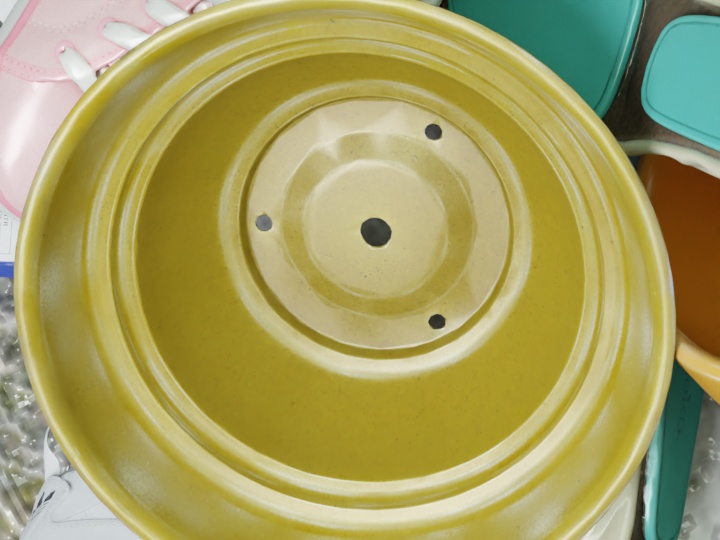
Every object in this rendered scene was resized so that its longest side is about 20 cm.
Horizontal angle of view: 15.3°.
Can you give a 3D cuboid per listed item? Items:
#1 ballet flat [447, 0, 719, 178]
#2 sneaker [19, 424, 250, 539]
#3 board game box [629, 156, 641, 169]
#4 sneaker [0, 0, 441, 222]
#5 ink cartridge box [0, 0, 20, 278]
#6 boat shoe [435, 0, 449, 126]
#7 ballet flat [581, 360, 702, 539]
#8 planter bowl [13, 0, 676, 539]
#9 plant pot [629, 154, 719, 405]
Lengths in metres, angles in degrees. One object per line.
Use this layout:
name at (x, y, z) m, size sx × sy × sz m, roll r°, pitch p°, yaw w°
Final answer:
ballet flat at (0.099, -0.058, 0.803) m, size 0.069 × 0.200 × 0.070 m, roll -13°, pitch 117°, yaw -26°
sneaker at (-0.030, 0.118, 0.878) m, size 0.199 × 0.075 × 0.115 m, roll 25°, pitch 53°, yaw -22°
board game box at (0.154, -0.104, 0.910) m, size 0.134 × 0.034 × 0.200 m, roll 38°, pitch 83°, yaw -21°
sneaker at (-0.042, -0.087, 0.861) m, size 0.200 × 0.105 × 0.075 m, roll -44°, pitch 116°, yaw -4°
ink cartridge box at (-0.156, -0.101, 0.930) m, size 0.094 × 0.044 × 0.201 m, roll 3°, pitch 82°, yaw -2°
boat shoe at (0.060, -0.147, 0.924) m, size 0.070 × 0.070 × 0.201 m, roll 5°, pitch 86°, yaw -2°
ballet flat at (0.077, 0.099, 0.893) m, size 0.069 × 0.069 × 0.201 m, roll 6°, pitch 81°, yaw 1°
planter bowl at (0.000, 0.000, 0.829) m, size 0.199 × 0.084 × 0.201 m, roll 3°, pitch 111°, yaw 9°
plant pot at (0.214, 0.006, 0.835) m, size 0.200 × 0.200 × 0.183 m, roll -50°, pitch 123°, yaw -6°
